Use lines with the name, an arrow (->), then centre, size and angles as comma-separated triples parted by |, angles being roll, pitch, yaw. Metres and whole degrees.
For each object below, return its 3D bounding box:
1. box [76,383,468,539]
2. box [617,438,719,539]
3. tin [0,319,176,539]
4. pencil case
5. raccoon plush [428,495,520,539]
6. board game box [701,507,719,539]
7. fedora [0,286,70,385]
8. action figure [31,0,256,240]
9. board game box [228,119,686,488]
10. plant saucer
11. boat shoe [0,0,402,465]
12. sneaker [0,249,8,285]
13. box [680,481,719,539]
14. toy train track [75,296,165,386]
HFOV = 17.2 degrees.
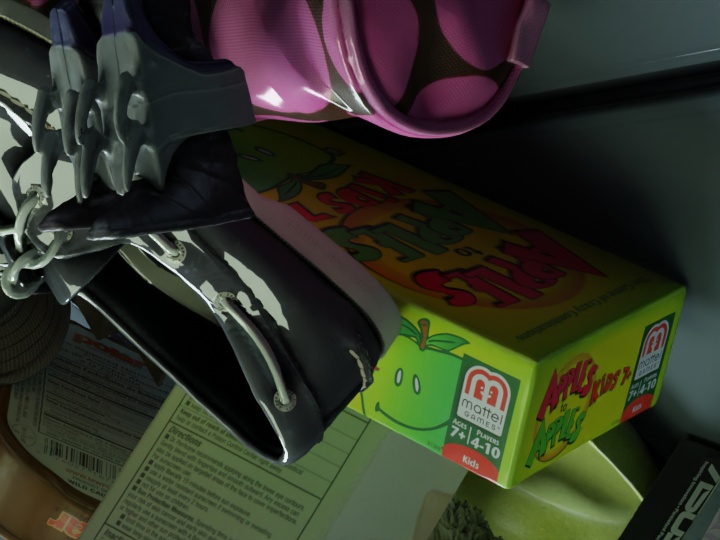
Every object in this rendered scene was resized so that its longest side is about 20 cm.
box -> -0.041, 0.102, 0.882 | 0.095, 0.201, 0.078 | 25, 164, 30
box -> 0.134, 0.188, 0.942 | 0.044, 0.161, 0.200 | 20, 154, 40
tin -> -0.117, 0.076, 1.052 | 0.111, 0.042, 0.200 | 27, -165, -14
pencil case -> -0.027, -0.075, 0.730 | 0.093, 0.091, 0.199 | 29, 165, -32
raccoon plush -> 0.011, 0.108, 0.991 | 0.133, 0.097, 0.200 | -5, 135, 50
board game box -> 0.169, 0.154, 0.746 | 0.199, 0.201, 0.043 | 45, 156, -25
fedora -> -0.202, -0.046, 1.029 | 0.199, 0.177, 0.091 | 27, 118, -4
action figure -> -0.066, -0.111, 0.635 | 0.130, 0.069, 0.202 | 1, 99, 53
board game box -> 0.000, 0.000, 0.824 | 0.199, 0.101, 0.048 | 25, 116, 29
plant saucer -> 0.050, 0.061, 0.987 | 0.199, 0.031, 0.200 | 32, 159, 14
boat shoe -> -0.080, -0.016, 0.717 | 0.199, 0.063, 0.073 | 36, 157, -12
sneaker -> -0.182, -0.059, 0.866 | 0.198, 0.060, 0.104 | 21, 159, 13
box -> 0.151, 0.170, 0.880 | 0.041, 0.156, 0.200 | 22, 156, 39
toy train track -> -0.095, -0.023, 1.033 | 0.115, 0.032, 0.200 | 58, 158, 15
